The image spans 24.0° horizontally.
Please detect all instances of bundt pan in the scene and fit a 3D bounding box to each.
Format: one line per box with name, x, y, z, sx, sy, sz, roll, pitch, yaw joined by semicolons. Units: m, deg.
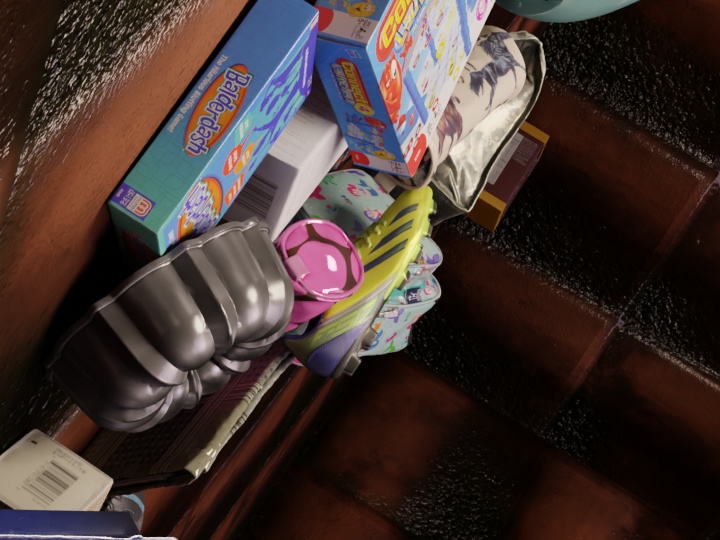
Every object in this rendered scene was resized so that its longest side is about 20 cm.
bundt pan;-0.130;0.051;1.255;0.202;0.076;0.202;-35;170;-7

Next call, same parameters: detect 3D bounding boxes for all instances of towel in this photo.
towel;-0.160;0.136;1.527;0.193;0.035;0.200;-12;-152;42

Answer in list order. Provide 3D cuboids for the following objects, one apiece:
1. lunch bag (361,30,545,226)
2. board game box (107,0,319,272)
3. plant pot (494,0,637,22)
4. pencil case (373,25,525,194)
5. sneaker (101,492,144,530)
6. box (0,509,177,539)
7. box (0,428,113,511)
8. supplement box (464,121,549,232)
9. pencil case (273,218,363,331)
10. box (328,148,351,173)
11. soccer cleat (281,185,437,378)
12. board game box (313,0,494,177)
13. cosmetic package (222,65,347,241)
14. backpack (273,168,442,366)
lunch bag;0.099;-0.157;1.741;0.200;0.118;0.164;-57;-172;-11
board game box;-0.104;-0.093;1.225;0.200;0.045;0.152;-55;174;-15
plant pot;0.182;-0.312;1.499;0.161;0.201;0.201;-35;161;-39
pencil case;0.080;-0.152;1.559;0.089;0.078;0.200;-38;-174;47
sneaker;-0.261;0.241;1.635;0.200;0.073;0.082;-60;163;-73
box;-0.240;0.223;1.205;0.200;0.032;0.121;9;122;-37
box;-0.276;0.232;1.303;0.200;0.078;0.095;-62;173;29
supplement box;0.291;-0.218;3.651;0.200;0.133;0.197;-57;174;-11
pencil case;-0.093;0.029;1.460;0.094;0.091;0.200;-1;155;-47
box;0.013;-0.200;1.689;0.200;0.044;0.160;-62;172;34
soccer cleat;0.000;0.000;1.511;0.200;0.084;0.065;-61;179;-12
board game box;0.038;-0.209;1.357;0.200;0.056;0.196;-65;159;-19
cosmetic package;-0.046;-0.127;1.425;0.200;0.074;0.102;-56;175;-42
backpack;-0.033;0.000;1.629;0.200;0.178;0.151;-16;144;-43
